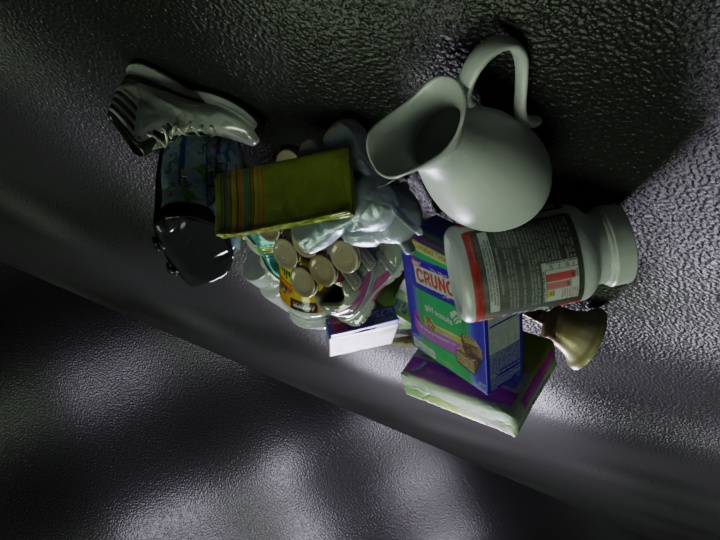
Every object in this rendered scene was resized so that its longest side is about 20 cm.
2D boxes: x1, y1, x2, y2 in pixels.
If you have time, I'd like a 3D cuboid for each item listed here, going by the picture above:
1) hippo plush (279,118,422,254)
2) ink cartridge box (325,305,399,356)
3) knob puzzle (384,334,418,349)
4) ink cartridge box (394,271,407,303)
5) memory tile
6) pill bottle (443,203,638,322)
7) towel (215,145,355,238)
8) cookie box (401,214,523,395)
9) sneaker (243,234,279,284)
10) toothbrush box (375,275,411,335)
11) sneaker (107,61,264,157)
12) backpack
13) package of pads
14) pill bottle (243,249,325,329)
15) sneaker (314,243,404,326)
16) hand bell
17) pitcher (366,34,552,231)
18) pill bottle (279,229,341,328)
[{"bbox_3d":[0.013,-0.101,0.942,0.200,0.160,0.161,-8,172,28],"label":"hippo plush"},{"bbox_3d":[0.001,0.103,1.261,0.119,0.042,0.200,-12,166,-5],"label":"ink cartridge box"},{"bbox_3d":[0.167,0.128,1.348,0.219,0.031,0.220,-9,-179,0],"label":"knob puzzle"},{"bbox_3d":[0.166,0.039,1.216,0.200,0.067,0.117,22,162,1],"label":"ink cartridge box"},{"bbox_3d":[-0.090,-0.066,1.071,0.153,0.017,0.200,-32,89,43],"label":"memory tile"},{"bbox_3d":[0.204,-0.013,0.851,0.200,0.116,0.116,-11,158,1],"label":"pill bottle"},{"bbox_3d":[-0.098,-0.094,0.900,0.200,0.086,0.018,-7,174,28],"label":"towel"},{"bbox_3d":[0.142,0.045,1.033,0.171,0.075,0.200,31,138,48],"label":"cookie box"},{"bbox_3d":[-0.141,-0.044,1.268,0.200,0.078,0.080,48,142,-16],"label":"sneaker"},{"bbox_3d":[0.027,0.040,1.346,0.200,0.086,0.146,33,159,-34],"label":"toothbrush box"},{"bbox_3d":[-0.235,-0.183,0.970,0.200,0.116,0.076,22,161,-3],"label":"sneaker"},{"bbox_3d":[-0.225,-0.108,1.033,0.154,0.200,0.163,-20,146,-5],"label":"backpack"},{"bbox_3d":[0.182,0.146,1.125,0.200,0.155,0.068,16,143,35],"label":"package of pads"},{"bbox_3d":[-0.123,0.025,1.425,0.113,0.114,0.200,2,154,45],"label":"pill bottle"},{"bbox_3d":[0.000,0.000,1.111,0.088,0.200,0.081,8,-151,-46],"label":"sneaker"},{"bbox_3d":[0.262,0.066,1.130,0.200,0.104,0.104,25,161,-5],"label":"hand bell"},{"bbox_3d":[0.127,-0.129,0.733,0.200,0.172,0.121,22,-149,-47],"label":"pitcher"},{"bbox_3d":[-0.078,-0.001,1.197,0.109,0.109,0.200,17,133,14],"label":"pill bottle"}]
